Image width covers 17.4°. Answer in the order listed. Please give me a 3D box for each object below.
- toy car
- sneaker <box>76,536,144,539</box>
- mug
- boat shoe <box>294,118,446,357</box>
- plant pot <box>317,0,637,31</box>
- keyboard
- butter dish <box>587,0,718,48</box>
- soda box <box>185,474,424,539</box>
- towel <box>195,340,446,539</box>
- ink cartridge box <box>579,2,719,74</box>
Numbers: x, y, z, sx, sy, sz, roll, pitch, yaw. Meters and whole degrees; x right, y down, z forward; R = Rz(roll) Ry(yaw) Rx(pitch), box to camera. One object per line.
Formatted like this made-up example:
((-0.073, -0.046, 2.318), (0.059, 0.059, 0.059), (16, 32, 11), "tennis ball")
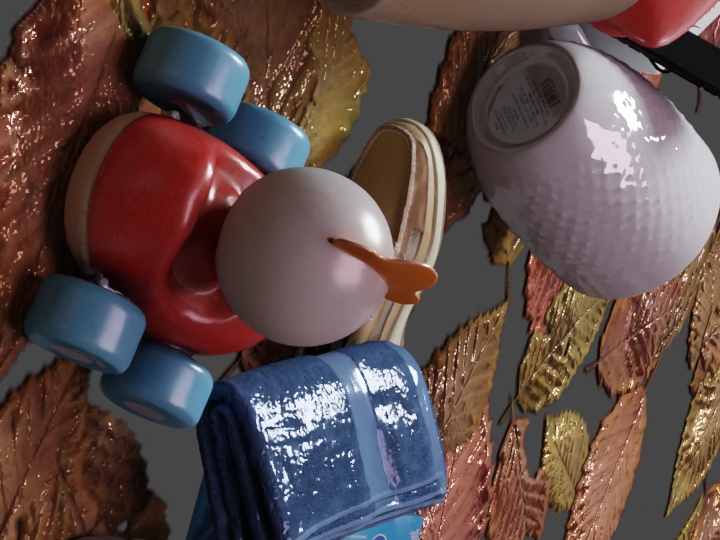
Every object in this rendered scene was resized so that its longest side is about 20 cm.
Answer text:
((-0.044, -0.005, 1.271), (0.185, 0.199, 0.177), (-67, 152, -15), "toy car")
((-0.089, 0.207, 1.371), (0.199, 0.076, 0.081), (11, 100, -26), "sneaker")
((0.154, -0.103, 1.687), (0.175, 0.147, 0.201), (39, 37, -49), "mug")
((0.000, 0.000, 1.508), (0.076, 0.071, 0.201), (3, 101, -51), "boat shoe")
((0.057, -0.220, 1.412), (0.200, 0.187, 0.188), (-21, 123, -41), "plant pot")
((0.201, -0.160, 1.675), (0.040, 0.200, 0.104), (-62, 171, 28), "keyboard")
((0.177, -0.245, 1.614), (0.199, 0.200, 0.148), (-44, 170, -21), "butter dish")
((-0.035, 0.176, 1.521), (0.200, 0.068, 0.064), (19, 87, -63), "soda box")
((-0.018, 0.105, 1.422), (0.200, 0.048, 0.112), (-11, 87, -54), "towel")
((0.217, -0.267, 1.766), (0.145, 0.083, 0.201), (-42, 137, -47), "ink cartridge box")
